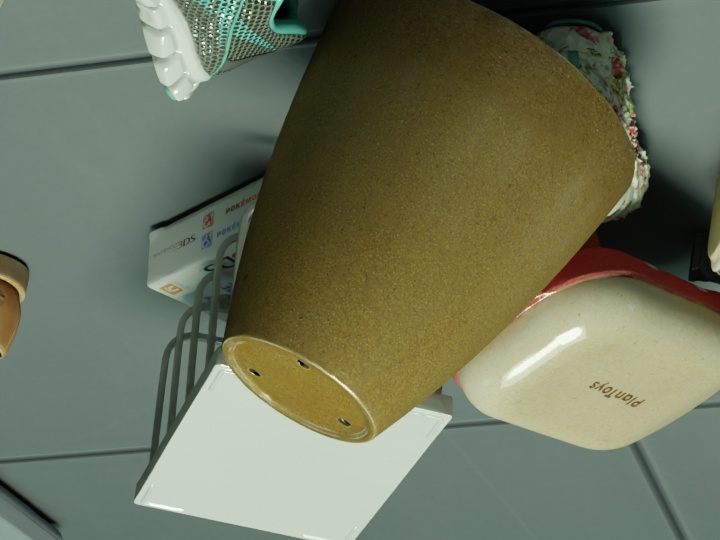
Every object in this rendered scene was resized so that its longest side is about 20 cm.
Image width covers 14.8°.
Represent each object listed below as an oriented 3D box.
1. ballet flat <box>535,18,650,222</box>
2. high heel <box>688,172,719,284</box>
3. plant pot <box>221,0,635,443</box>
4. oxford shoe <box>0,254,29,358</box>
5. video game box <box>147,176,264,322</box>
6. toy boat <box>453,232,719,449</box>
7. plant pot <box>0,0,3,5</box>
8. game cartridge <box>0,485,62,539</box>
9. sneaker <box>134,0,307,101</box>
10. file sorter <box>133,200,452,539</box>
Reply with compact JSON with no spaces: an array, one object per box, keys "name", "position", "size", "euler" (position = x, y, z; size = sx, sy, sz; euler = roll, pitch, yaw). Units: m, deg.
[{"name":"ballet flat","position":[0.123,-0.066,1.558],"size":[0.076,0.064,0.200],"euler":[-4,152,12]},{"name":"high heel","position":[0.273,-0.016,1.614],"size":[0.143,0.071,0.200],"euler":[10,168,2]},{"name":"plant pot","position":[0.017,-0.015,1.458],"size":[0.186,0.200,0.186],"euler":[27,158,12]},{"name":"oxford shoe","position":[-0.315,0.020,1.763],"size":[0.200,0.071,0.071],"euler":[6,153,0]},{"name":"video game box","position":[0.000,0.000,1.715],"size":[0.200,0.047,0.182],"euler":[26,147,-35]},{"name":"toy boat","position":[0.134,0.022,1.642],"size":[0.131,0.131,0.200],"euler":[-36,146,26]},{"name":"plant pot","position":[-0.294,-0.165,1.317],"size":[0.200,0.200,0.184],"euler":[25,157,-34]},{"name":"game cartridge","position":[-0.347,0.197,2.133],"size":[0.200,0.040,0.133],"euler":[-9,153,22]},{"name":"sneaker","position":[-0.077,-0.166,1.407],"size":[0.091,0.078,0.200],"euler":[-15,154,1]},{"name":"file sorter","position":[-0.039,0.060,1.653],"size":[0.139,0.125,0.200],"euler":[12,150,-13]}]
